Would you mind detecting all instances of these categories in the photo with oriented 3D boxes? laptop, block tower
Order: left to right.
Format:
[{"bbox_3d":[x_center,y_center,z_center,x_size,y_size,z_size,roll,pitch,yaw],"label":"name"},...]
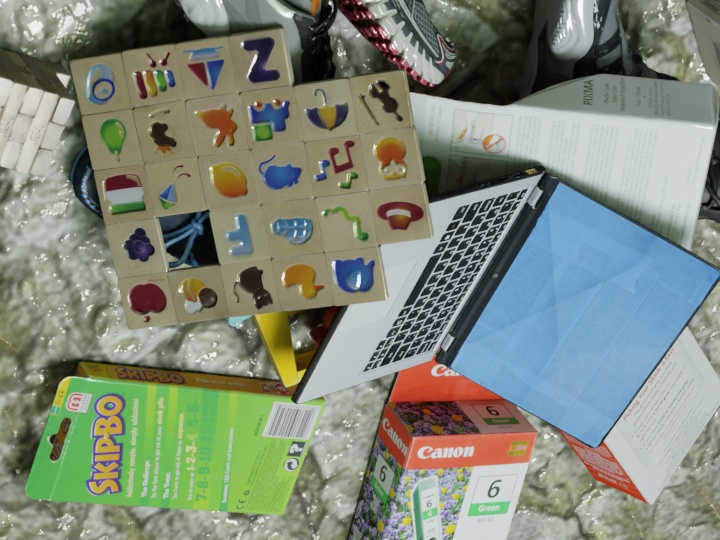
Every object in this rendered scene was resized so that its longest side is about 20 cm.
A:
[{"bbox_3d":[-0.255,-0.106,1.080,0.199,0.058,0.054,12,113,-35],"label":"block tower"},{"bbox_3d":[0.090,0.041,1.231,0.199,0.116,0.188,-16,147,-38],"label":"laptop"}]

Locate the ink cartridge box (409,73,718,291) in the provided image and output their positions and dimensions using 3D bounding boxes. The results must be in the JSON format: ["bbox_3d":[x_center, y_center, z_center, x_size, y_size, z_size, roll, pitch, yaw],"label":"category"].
[{"bbox_3d":[0.121,-0.055,1.253,0.198,0.048,0.161,7,133,3],"label":"ink cartridge box"}]

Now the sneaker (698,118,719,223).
[{"bbox_3d":[0.264,-0.066,1.366,0.198,0.084,0.077,-13,124,-21],"label":"sneaker"}]

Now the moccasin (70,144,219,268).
[{"bbox_3d":[-0.080,-0.033,1.195,0.198,0.068,0.081,15,112,-20],"label":"moccasin"}]

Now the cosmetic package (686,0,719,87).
[{"bbox_3d":[0.335,-0.188,1.317,0.199,0.104,0.073,-31,130,-6],"label":"cosmetic package"}]

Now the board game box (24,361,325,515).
[{"bbox_3d":[-0.126,0.115,1.304,0.199,0.030,0.096,7,115,-34],"label":"board game box"}]

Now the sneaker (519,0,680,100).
[{"bbox_3d":[0.169,-0.138,1.260,0.113,0.076,0.201,4,124,-9],"label":"sneaker"}]

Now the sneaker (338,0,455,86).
[{"bbox_3d":[0.012,-0.193,1.155,0.074,0.081,0.201,-37,129,-5],"label":"sneaker"}]

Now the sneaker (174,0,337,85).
[{"bbox_3d":[-0.045,-0.137,1.145,0.079,0.074,0.201,-3,136,28],"label":"sneaker"}]

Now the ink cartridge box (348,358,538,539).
[{"bbox_3d":[0.066,0.136,1.405,0.108,0.050,0.202,0,119,-28],"label":"ink cartridge box"}]

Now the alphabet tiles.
[{"bbox_3d":[-0.061,-0.056,1.131,0.198,0.008,0.169,-7,105,14],"label":"alphabet tiles"}]

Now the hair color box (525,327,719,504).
[{"bbox_3d":[0.180,0.064,1.397,0.111,0.064,0.200,-52,132,-17],"label":"hair color box"}]

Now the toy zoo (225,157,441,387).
[{"bbox_3d":[0.000,0.000,1.301,0.198,0.020,0.132,-19,124,-16],"label":"toy zoo"}]
